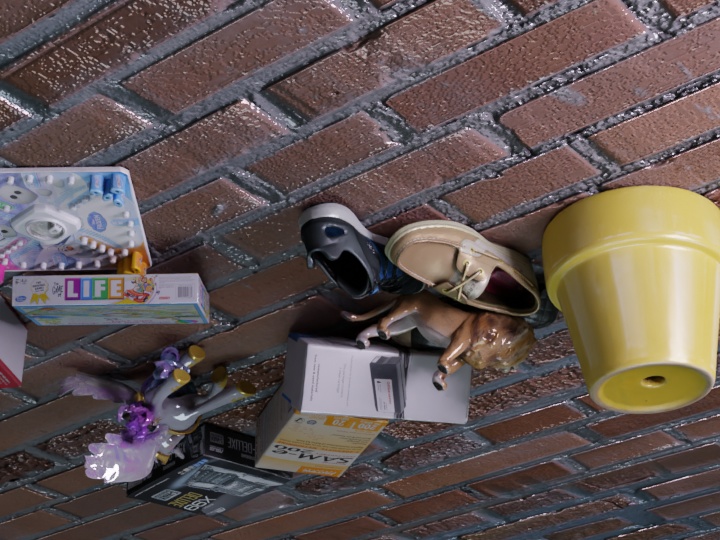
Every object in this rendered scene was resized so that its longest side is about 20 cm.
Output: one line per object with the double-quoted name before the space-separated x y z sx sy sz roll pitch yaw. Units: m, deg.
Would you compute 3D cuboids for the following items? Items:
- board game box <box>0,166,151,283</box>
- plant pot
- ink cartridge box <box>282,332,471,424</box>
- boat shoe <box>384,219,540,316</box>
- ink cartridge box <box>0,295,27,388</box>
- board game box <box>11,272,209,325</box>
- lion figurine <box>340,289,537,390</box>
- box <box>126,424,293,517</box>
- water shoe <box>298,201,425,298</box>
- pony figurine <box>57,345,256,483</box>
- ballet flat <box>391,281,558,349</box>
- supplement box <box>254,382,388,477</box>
"board game box" -0.332 -0.043 1.541 0.200 0.026 0.200 -1 151 -1
"plant pot" 0.298 0.041 1.546 0.200 0.189 0.201 -2 150 -1
"ink cartridge box" 0.018 0.127 1.737 0.200 0.084 0.145 6 -178 -12
"boat shoe" 0.118 0.001 1.575 0.200 0.066 0.074 14 124 -32
"ink cartridge box" -0.508 0.080 1.692 0.200 0.083 0.147 -6 150 9
"board game box" -0.274 0.033 1.629 0.200 0.034 0.134 -1 168 -1
"lion figurine" 0.089 0.062 1.637 0.200 0.122 0.073 31 147 22
"box" -0.218 0.292 2.108 0.158 0.050 0.200 22 143 -35
"water shoe" 0.000 0.000 1.573 0.071 0.079 0.200 -21 145 32
"pony figurine" -0.258 0.178 1.834 0.193 0.167 0.200 15 132 -40
"ballet flat" 0.130 0.048 1.694 0.200 0.067 0.057 -12 128 9
"supplement box" -0.053 0.200 1.928 0.126 0.074 0.200 9 149 -16
